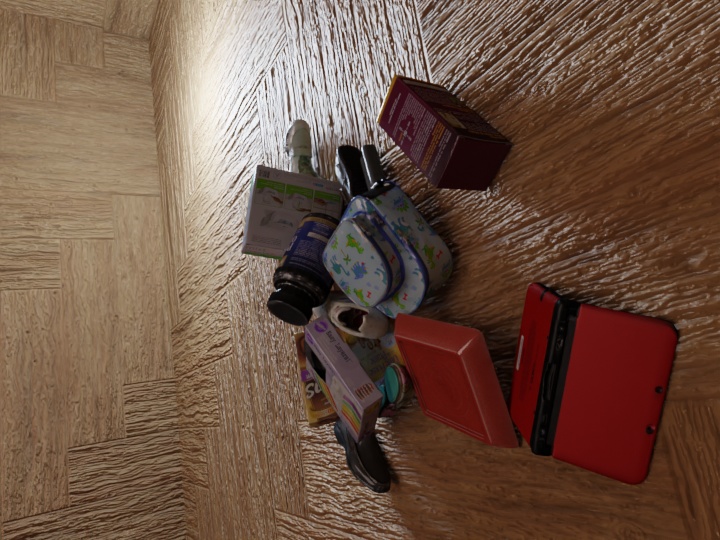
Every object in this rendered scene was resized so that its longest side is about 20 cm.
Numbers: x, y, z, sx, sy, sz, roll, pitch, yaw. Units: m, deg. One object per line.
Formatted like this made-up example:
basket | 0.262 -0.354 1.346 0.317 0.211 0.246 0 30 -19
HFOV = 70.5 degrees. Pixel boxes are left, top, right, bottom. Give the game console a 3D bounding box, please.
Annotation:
game console | 0.280 0.133 0.652 0.172 0.117 0.203 -96 12 -79

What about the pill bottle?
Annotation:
pill bottle | -0.099 -0.002 0.974 0.112 0.111 0.202 -29 32 54

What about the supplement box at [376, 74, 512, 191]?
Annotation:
supplement box | 0.124 -0.217 0.800 0.201 0.109 0.086 58 137 39

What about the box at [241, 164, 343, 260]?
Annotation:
box | -0.146 -0.113 1.108 0.097 0.197 0.179 152 125 -68

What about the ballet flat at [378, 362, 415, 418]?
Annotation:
ballet flat | 0.069 0.217 0.926 0.201 0.070 0.070 111 152 -55

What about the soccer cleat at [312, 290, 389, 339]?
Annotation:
soccer cleat | -0.035 0.075 0.953 0.198 0.086 0.071 13 89 43

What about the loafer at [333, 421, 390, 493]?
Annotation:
loafer | 0.005 0.362 1.049 0.200 0.072 0.073 46 124 45

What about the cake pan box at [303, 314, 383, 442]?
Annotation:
cake pan box | -0.038 0.203 0.961 0.201 0.052 0.185 51 154 25

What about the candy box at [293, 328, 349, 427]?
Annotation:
candy box | -0.068 0.220 1.096 0.057 0.115 0.202 68 -174 -64

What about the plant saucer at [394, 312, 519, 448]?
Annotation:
plant saucer | 0.134 0.172 0.791 0.199 0.036 0.202 7 122 59

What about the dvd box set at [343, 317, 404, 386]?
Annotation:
dvd box set | 0.024 0.118 0.997 0.146 0.029 0.202 -39 71 47

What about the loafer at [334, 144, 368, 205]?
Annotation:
loafer | -0.005 -0.167 1.056 0.071 0.072 0.202 116 144 -52

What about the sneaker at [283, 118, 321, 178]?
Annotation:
sneaker | -0.136 -0.259 1.247 0.115 0.074 0.203 39 128 50

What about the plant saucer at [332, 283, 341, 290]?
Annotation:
plant saucer | 0.000 0.000 1.073 0.199 0.036 0.204 1 91 58

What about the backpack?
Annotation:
backpack | 0.041 -0.019 0.871 0.200 0.147 0.183 47 142 8

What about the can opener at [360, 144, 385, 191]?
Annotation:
can opener | 0.044 -0.163 0.987 0.053 0.066 0.202 99 157 -53
